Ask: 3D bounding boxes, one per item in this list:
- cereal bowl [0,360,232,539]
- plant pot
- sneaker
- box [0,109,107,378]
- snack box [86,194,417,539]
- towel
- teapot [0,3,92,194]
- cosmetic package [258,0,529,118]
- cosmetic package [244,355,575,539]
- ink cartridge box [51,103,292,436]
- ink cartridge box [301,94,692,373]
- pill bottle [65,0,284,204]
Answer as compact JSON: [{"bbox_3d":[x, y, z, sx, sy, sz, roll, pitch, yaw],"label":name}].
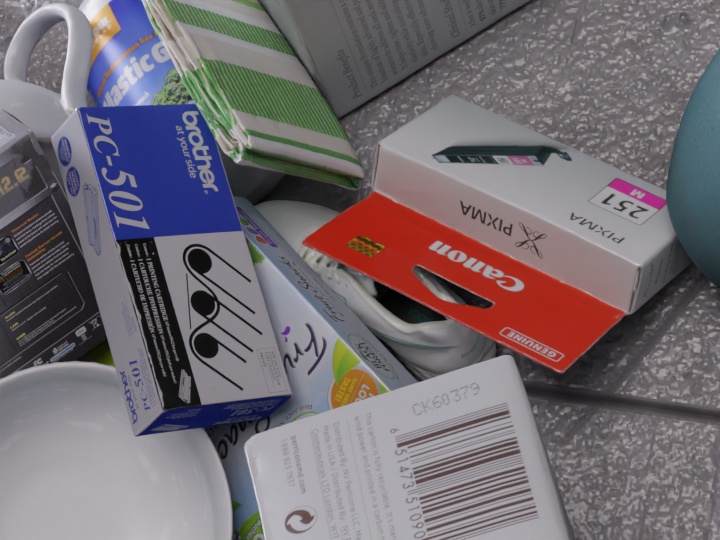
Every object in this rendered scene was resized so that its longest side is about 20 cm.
[{"bbox_3d":[-0.180,0.158,1.481,0.199,0.083,0.202,1,83,-11],"label":"cereal bowl"},{"bbox_3d":[0.267,-0.056,1.475,0.135,0.199,0.201,-37,54,37],"label":"plant pot"},{"bbox_3d":[0.000,0.000,1.558,0.200,0.080,0.071,29,76,26],"label":"sneaker"},{"bbox_3d":[-0.260,0.022,1.489,0.200,0.159,0.048,-37,36,-16],"label":"box"},{"bbox_3d":[-0.068,0.066,1.526,0.200,0.053,0.143,47,110,27],"label":"snack box"},{"bbox_3d":[-0.083,-0.138,1.554,0.023,0.152,0.200,-44,64,21],"label":"towel"},{"bbox_3d":[-0.250,-0.052,1.597,0.199,0.198,0.146,-22,38,-16],"label":"teapot"},{"bbox_3d":[0.011,-0.248,1.626,0.199,0.168,0.167,-31,62,-4],"label":"cosmetic package"},{"bbox_3d":[0.048,0.190,1.361,0.164,0.201,0.165,-17,42,4],"label":"cosmetic package"},{"bbox_3d":[-0.116,-0.003,1.474,0.094,0.044,0.201,-4,68,-34],"label":"ink cartridge box"},{"bbox_3d":[0.091,-0.029,1.520,0.199,0.044,0.173,26,36,24],"label":"ink cartridge box"},{"bbox_3d":[-0.132,-0.138,1.639,0.112,0.112,0.201,-29,62,-2],"label":"pill bottle"}]
